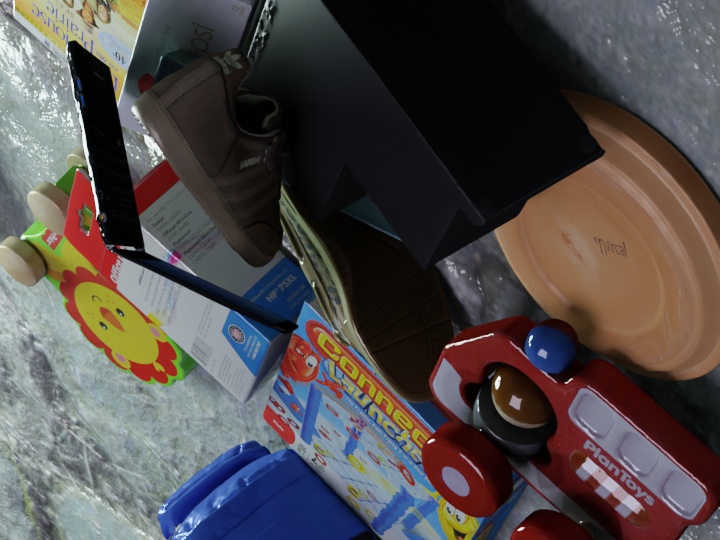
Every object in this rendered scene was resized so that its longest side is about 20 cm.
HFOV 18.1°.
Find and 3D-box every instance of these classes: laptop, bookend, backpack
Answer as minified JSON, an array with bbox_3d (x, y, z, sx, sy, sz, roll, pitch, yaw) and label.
[{"bbox_3d":[-0.111,-0.050,1.449,0.177,0.103,0.201,69,-170,-89],"label":"laptop"},{"bbox_3d":[0.026,-0.084,1.358,0.200,0.092,0.199,54,155,14],"label":"bookend"},{"bbox_3d":[-0.082,0.228,1.801,0.168,0.162,0.200,45,167,14],"label":"backpack"}]

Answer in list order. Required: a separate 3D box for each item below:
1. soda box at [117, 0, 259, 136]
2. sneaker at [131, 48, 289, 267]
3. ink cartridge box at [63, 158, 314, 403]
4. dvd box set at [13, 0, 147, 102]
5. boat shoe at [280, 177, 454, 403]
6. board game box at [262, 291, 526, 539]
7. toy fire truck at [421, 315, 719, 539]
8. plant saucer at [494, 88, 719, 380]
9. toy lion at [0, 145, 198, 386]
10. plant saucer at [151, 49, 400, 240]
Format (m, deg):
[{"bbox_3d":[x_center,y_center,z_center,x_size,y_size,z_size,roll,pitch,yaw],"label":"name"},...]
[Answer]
[{"bbox_3d":[-0.112,-0.159,1.514,0.068,0.064,0.200,22,151,-4],"label":"soda box"},{"bbox_3d":[-0.070,-0.065,1.376,0.071,0.075,0.200,54,179,25],"label":"sneaker"},{"bbox_3d":[-0.131,-0.005,1.730,0.200,0.067,0.116,42,151,9],"label":"ink cartridge box"},{"bbox_3d":[-0.194,-0.212,1.629,0.146,0.029,0.200,41,150,18],"label":"dvd box set"},{"bbox_3d":[0.000,0.000,1.562,0.201,0.073,0.063,63,158,0],"label":"boat shoe"},{"bbox_3d":[0.028,0.119,1.667,0.200,0.056,0.196,44,152,13],"label":"board game box"},{"bbox_3d":[0.135,0.105,1.437,0.200,0.112,0.168,43,148,13],"label":"toy fire truck"},{"bbox_3d":[0.146,-0.016,1.361,0.200,0.032,0.201,35,148,26],"label":"plant saucer"},{"bbox_3d":[-0.204,0.011,1.887,0.192,0.069,0.200,44,152,-1],"label":"toy lion"},{"bbox_3d":[-0.045,-0.085,1.498,0.199,0.019,0.070,27,146,-1],"label":"plant saucer"}]
